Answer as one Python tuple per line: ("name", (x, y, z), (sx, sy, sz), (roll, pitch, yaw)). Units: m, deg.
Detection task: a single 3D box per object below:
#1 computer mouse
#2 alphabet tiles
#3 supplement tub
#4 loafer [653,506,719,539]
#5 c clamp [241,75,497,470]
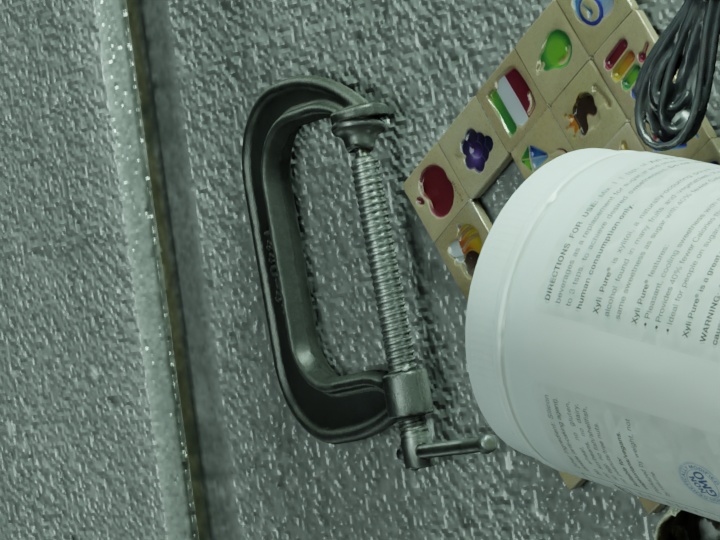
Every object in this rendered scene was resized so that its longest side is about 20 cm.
("computer mouse", (0.202, -0.096, 1.076), (0.199, 0.046, 0.141), (15, 87, 43))
("alphabet tiles", (0.104, -0.006, 1.226), (0.167, 0.008, 0.201), (-50, 59, 41))
("supplement tub", (0.151, 0.031, 1.075), (0.199, 0.131, 0.133), (16, 108, 45))
("loafer", (0.189, 0.130, 1.099), (0.199, 0.068, 0.076), (19, 111, 47))
("c clamp", (0.000, 0.000, 1.334), (0.171, 0.027, 0.201), (-26, 76, 58))
